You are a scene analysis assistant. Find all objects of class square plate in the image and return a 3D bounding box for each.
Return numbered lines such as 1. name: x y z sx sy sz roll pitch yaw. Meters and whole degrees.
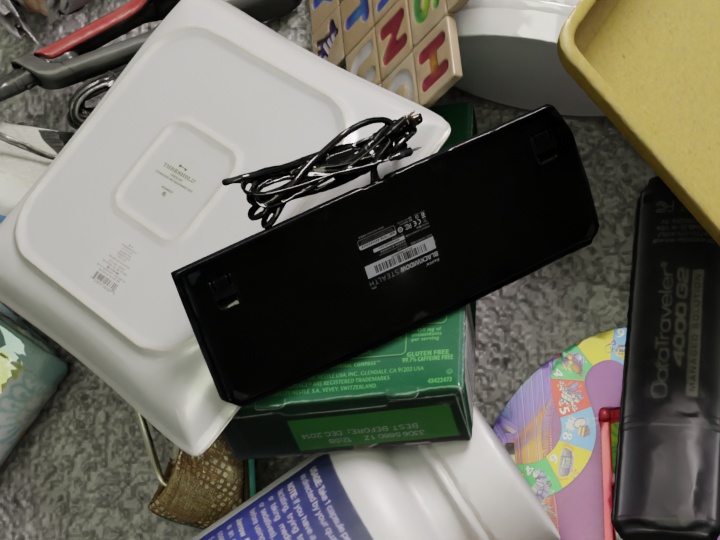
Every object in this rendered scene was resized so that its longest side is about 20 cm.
1. square plate: -0.084 -0.038 0.814 0.199 0.028 0.199 32 80 37

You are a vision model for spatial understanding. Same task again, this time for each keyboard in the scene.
1. keyboard: 0.009 -0.023 0.756 0.198 0.040 0.105 -24 116 -12

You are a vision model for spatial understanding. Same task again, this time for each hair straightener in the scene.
1. hair straightener: -0.116 -0.117 0.901 0.199 0.041 0.077 -27 73 -16

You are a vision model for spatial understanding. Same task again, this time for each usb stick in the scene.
1. usb stick: 0.159 0.043 0.826 0.055 0.033 0.202 0 62 17

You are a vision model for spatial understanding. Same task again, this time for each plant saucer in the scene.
1. plant saucer: 0.188 -0.100 0.776 0.200 0.048 0.201 46 64 -19

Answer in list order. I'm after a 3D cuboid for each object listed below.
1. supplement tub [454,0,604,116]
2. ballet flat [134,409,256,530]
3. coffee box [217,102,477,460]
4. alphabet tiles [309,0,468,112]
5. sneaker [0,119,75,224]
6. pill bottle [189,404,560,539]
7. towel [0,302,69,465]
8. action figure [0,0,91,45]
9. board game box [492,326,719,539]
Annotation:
1. supplement tub: 0.109 -0.194 0.849 0.143 0.144 0.202 9 81 11
2. ballet flat: -0.090 0.037 0.863 0.065 0.070 0.202 -2 85 -10
3. coffee box: 0.000 0.000 0.832 0.122 0.044 0.201 -7 46 11
4. alphabet tiles: 0.013 -0.163 0.848 0.007 0.167 0.202 8 63 -28
5. sneaker: -0.185 -0.041 0.919 0.198 0.073 0.072 23 55 2
6. pill bottle: -0.007 0.151 0.813 0.199 0.120 0.120 -35 75 3
7. towel: -0.283 0.063 0.919 0.199 0.048 0.172 36 90 14
8. action figure: -0.152 -0.201 0.931 0.198 0.070 0.131 -26 60 -3
9. board game box: 0.155 0.122 0.831 0.200 0.039 0.158 44 89 14
